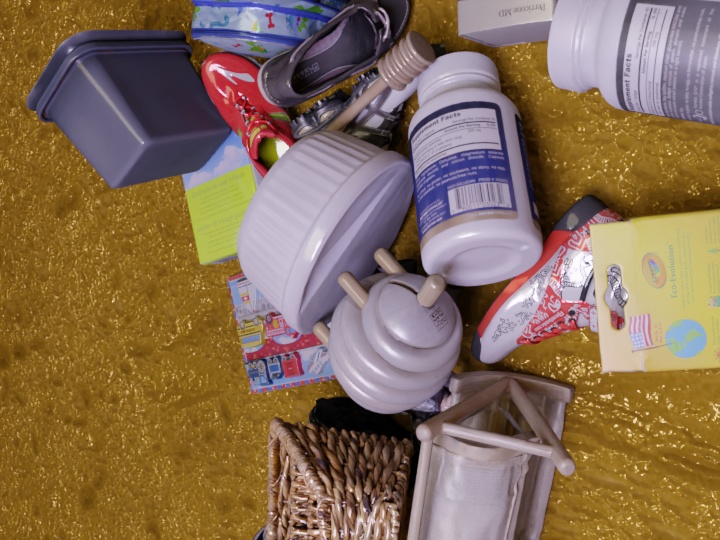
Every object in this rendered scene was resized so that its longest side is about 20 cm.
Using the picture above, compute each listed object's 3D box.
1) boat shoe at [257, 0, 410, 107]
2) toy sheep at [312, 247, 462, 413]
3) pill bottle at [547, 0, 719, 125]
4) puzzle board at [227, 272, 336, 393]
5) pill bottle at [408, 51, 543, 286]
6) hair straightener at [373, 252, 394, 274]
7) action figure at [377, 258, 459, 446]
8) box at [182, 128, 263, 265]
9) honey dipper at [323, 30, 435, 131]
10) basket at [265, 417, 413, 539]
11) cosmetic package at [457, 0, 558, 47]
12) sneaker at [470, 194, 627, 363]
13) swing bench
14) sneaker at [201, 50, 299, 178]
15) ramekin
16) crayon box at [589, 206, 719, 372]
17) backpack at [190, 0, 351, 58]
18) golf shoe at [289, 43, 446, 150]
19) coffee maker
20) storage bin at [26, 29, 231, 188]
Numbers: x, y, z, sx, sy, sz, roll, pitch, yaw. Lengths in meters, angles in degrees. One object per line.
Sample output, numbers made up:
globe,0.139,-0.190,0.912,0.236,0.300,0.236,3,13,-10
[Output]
boat shoe,-0.012,-0.224,0.823,0.057,0.199,0.067,17,141,55
toy sheep,0.031,0.061,0.768,0.139,0.137,0.201,54,150,18
pill bottle,0.263,-0.183,0.670,0.198,0.115,0.118,18,106,32
puzzle board,-0.091,0.063,0.987,0.198,0.017,0.153,-17,86,45
pill bottle,0.102,-0.098,0.771,0.110,0.110,0.203,-22,60,35
hair straightener,0.000,0.000,0.920,0.076,0.041,0.204,-6,88,34
action figure,0.062,0.091,0.874,0.128,0.069,0.204,4,102,25
box,-0.166,-0.119,1.020,0.121,0.047,0.203,-16,85,34
honey dipper,-0.006,-0.164,0.828,0.199,0.038,0.038,-35,76,37
basket,-0.035,0.263,0.773,0.146,0.143,0.203,8,111,6
cosmetic package,0.146,-0.318,0.753,0.102,0.087,0.204,0,96,34
sneaker,0.193,0.040,0.774,0.108,0.067,0.203,45,116,25
swing bench,0.116,0.215,0.760,0.128,0.200,0.202,11,102,12
sneaker,-0.110,-0.163,0.925,0.077,0.085,0.201,-36,96,10
ramekin,-0.037,-0.045,0.816,0.094,0.202,0.204,34,114,15
crayon box,0.291,0.012,0.672,0.196,0.051,0.129,-4,93,13
backpack,-0.105,-0.301,0.857,0.181,0.199,0.150,13,97,32
golf shoe,0.021,-0.167,0.879,0.198,0.078,0.095,-25,100,35
coffee maker,-0.003,0.270,0.919,0.190,0.135,0.202,25,113,2
storage bin,-0.253,-0.172,0.938,0.145,0.199,0.135,-41,82,30
